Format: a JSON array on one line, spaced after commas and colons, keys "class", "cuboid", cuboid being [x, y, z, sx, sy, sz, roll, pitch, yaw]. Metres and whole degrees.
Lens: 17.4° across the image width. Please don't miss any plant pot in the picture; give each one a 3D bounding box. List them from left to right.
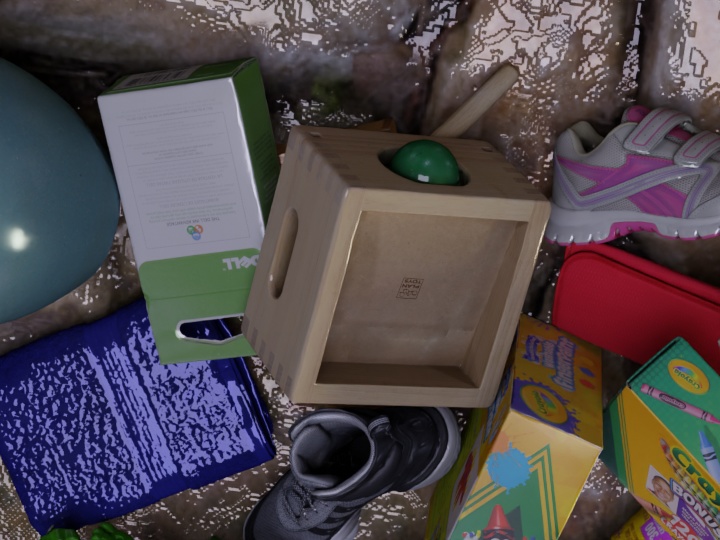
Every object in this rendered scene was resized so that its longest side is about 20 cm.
[{"class": "plant pot", "cuboid": [-0.247, -0.049, 1.643, 0.134, 0.200, 0.201, 11, 112, -34]}]

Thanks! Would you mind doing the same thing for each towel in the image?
[{"class": "towel", "cuboid": [-0.174, 0.103, 1.744, 0.199, 0.050, 0.149, -21, 97, 12]}]

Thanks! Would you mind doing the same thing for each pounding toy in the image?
[{"class": "pounding toy", "cuboid": [0.032, -0.029, 1.602, 0.183, 0.142, 0.202, 3, 115, -27]}]

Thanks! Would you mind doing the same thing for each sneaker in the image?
[{"class": "sneaker", "cuboid": [-0.031, 0.150, 1.691, 0.199, 0.113, 0.076, -35, 66, 26]}, {"class": "sneaker", "cuboid": [0.211, -0.070, 1.614, 0.198, 0.081, 0.089, -4, 101, 28]}]

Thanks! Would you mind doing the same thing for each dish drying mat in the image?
[{"class": "dish drying mat", "cuboid": [0.225, 0.041, 1.650, 0.199, 0.018, 0.077, 23, 121, 26]}]

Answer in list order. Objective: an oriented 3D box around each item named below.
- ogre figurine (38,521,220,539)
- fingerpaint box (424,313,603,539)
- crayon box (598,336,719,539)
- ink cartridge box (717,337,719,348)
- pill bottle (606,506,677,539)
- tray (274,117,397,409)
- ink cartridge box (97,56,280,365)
[{"class": "ogre figurine", "cuboid": [-0.163, 0.260, 1.758, 0.199, 0.098, 0.120, 6, 122, -44]}, {"class": "fingerpaint box", "cuboid": [0.106, 0.145, 1.648, 0.073, 0.200, 0.168, 23, 107, -2]}, {"class": "crayon box", "cuboid": [0.251, 0.152, 1.604, 0.058, 0.119, 0.200, -38, 79, -22]}, {"class": "ink cartridge box", "cuboid": [0.350, 0.046, 1.591, 0.200, 0.041, 0.200, -44, 134, -9]}, {"class": "pill bottle", "cuboid": [0.194, 0.256, 1.724, 0.104, 0.104, 0.200, 43, 106, -8]}, {"class": "tray", "cuboid": [0.000, 0.000, 1.699, 0.098, 0.037, 0.202, -12, 105, 9]}, {"class": "ink cartridge box", "cuboid": [-0.108, -0.041, 1.655, 0.103, 0.059, 0.202, -6, 107, 18]}]
